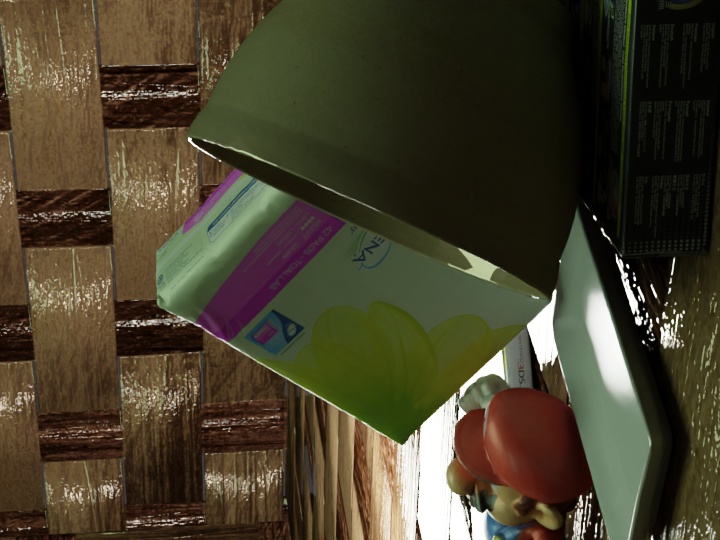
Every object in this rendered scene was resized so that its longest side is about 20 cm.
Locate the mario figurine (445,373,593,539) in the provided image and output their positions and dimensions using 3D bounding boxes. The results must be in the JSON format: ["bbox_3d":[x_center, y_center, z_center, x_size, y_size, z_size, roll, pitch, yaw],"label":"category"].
[{"bbox_3d":[0.084,0.147,1.146,0.123,0.106,0.201,38,150,34],"label":"mario figurine"}]

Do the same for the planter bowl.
[{"bbox_3d":[0.030,-0.086,0.934,0.200,0.199,0.136,-172,107,-83],"label":"planter bowl"}]

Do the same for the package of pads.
[{"bbox_3d":[0.000,0.000,1.121,0.154,0.199,0.069,-44,31,25],"label":"package of pads"}]

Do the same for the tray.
[{"bbox_3d":[0.138,0.059,1.029,0.201,0.022,0.108,-100,9,-48],"label":"tray"}]

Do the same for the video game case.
[{"bbox_3d":[0.104,0.148,1.368,0.200,0.023,0.184,110,156,-76],"label":"video game case"}]

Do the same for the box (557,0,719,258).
[{"bbox_3d":[0.133,-0.128,0.914,0.160,0.044,0.202,-110,19,-68],"label":"box"}]
